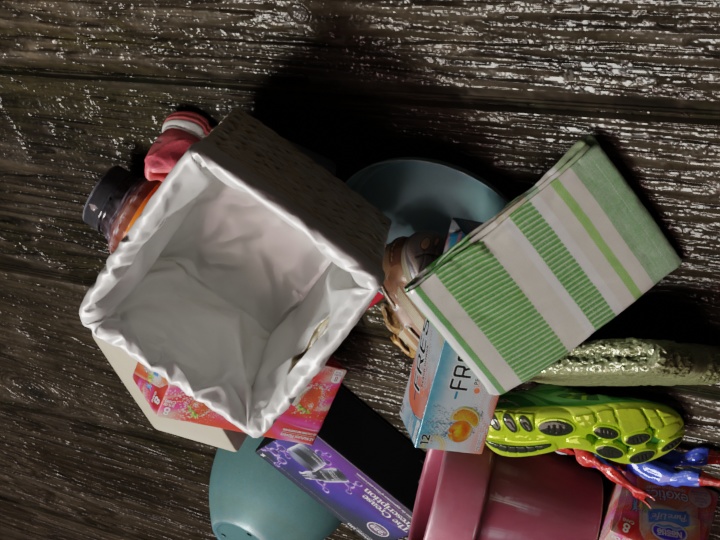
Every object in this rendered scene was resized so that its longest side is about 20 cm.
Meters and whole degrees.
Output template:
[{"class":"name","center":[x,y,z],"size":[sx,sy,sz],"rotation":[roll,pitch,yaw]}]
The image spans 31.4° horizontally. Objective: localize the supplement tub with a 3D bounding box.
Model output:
[{"class":"supplement tub","center":[-0.191,-0.031,1.352],"size":[0.199,0.107,0.107],"rotation":[31,145,4]}]

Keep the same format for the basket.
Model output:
[{"class":"basket","center":[-0.104,-0.004,1.129],"size":[0.200,0.161,0.198],"rotation":[35,112,-9]}]

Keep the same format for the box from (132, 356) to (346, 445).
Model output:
[{"class":"box","center":[-0.130,0.111,1.384],"size":[0.199,0.100,0.095],"rotation":[16,-165,-32]}]

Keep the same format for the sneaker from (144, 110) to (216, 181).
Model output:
[{"class":"sneaker","center":[-0.134,-0.065,1.282],"size":[0.200,0.087,0.074],"rotation":[40,146,-9]}]

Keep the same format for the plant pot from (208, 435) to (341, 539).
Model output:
[{"class":"plant pot","center":[-0.121,0.304,1.675],"size":[0.199,0.135,0.201],"rotation":[21,143,17]}]

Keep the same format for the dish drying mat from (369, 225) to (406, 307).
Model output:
[{"class":"dish drying mat","center":[0.000,0.000,1.315],"size":[0.077,0.018,0.200],"rotation":[37,144,-10]}]

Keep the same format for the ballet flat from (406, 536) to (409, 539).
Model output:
[{"class":"ballet flat","center":[0.090,0.333,1.512],"size":[0.072,0.200,0.072],"rotation":[2,92,39]}]

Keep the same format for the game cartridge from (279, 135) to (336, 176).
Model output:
[{"class":"game cartridge","center":[-0.111,-0.040,1.237],"size":[0.133,0.041,0.200],"rotation":[25,113,-16]}]

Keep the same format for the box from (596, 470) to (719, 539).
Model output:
[{"class":"box","center":[0.293,0.298,1.368],"size":[0.102,0.095,0.200],"rotation":[23,144,6]}]

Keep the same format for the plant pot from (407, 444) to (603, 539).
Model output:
[{"class":"plant pot","center":[0.155,0.256,1.366],"size":[0.178,0.201,0.200],"rotation":[15,144,0]}]

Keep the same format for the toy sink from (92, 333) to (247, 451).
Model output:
[{"class":"toy sink","center":[-0.205,0.104,1.522],"size":[0.130,0.112,0.200],"rotation":[10,144,29]}]

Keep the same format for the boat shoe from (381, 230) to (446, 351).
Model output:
[{"class":"boat shoe","center":[0.074,0.048,1.209],"size":[0.072,0.076,0.201],"rotation":[-6,121,38]}]

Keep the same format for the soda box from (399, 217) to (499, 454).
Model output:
[{"class":"soda box","center":[0.094,0.060,1.129],"size":[0.068,0.064,0.201],"rotation":[9,110,-16]}]

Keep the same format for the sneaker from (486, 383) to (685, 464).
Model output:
[{"class":"sneaker","center":[0.219,0.140,1.267],"size":[0.199,0.084,0.074],"rotation":[2,123,11]}]

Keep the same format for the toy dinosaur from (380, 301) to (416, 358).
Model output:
[{"class":"toy dinosaur","center":[0.095,0.090,1.298],"size":[0.199,0.061,0.106],"rotation":[22,175,-21]}]

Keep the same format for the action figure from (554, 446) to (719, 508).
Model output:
[{"class":"action figure","center":[0.285,0.193,1.280],"size":[0.199,0.065,0.052],"rotation":[13,134,24]}]

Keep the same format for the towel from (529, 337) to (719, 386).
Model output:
[{"class":"towel","center":[0.221,0.083,1.164],"size":[0.199,0.037,0.148],"rotation":[-5,169,44]}]

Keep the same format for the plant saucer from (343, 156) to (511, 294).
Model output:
[{"class":"plant saucer","center":[0.071,-0.033,1.195],"size":[0.199,0.027,0.201],"rotation":[15,139,13]}]

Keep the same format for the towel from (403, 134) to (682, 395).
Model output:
[{"class":"towel","center":[0.153,0.002,1.072],"size":[0.153,0.200,0.023],"rotation":[49,-176,-26]}]

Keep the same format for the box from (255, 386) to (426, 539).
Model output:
[{"class":"box","center":[-0.008,0.238,1.559],"size":[0.200,0.079,0.141],"rotation":[40,147,-10]}]
